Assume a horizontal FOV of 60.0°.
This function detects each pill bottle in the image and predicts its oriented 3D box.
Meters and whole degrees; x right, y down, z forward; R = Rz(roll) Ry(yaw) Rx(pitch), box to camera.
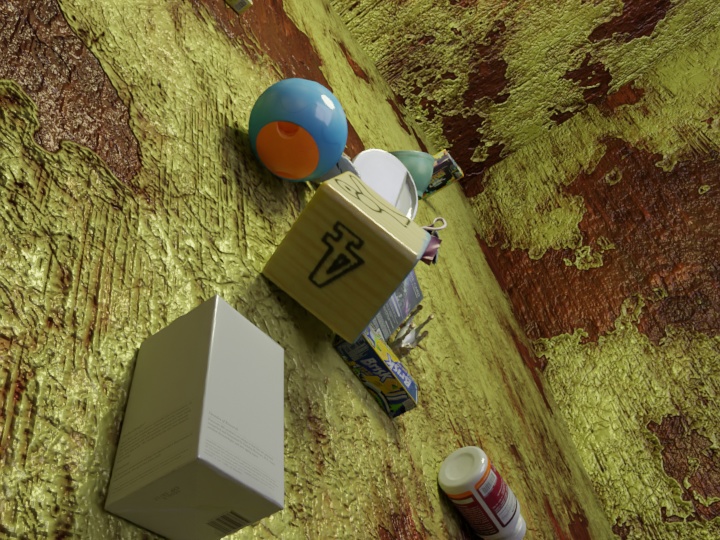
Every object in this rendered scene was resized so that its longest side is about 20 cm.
[{"bbox_3d":[0.252,0.467,1.268,0.201,0.112,0.113,55,19,-17],"label":"pill bottle"}]

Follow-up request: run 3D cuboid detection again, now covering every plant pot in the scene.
[{"bbox_3d":[0.147,-0.304,2.076,0.200,0.198,0.136,17,73,-64],"label":"plant pot"}]

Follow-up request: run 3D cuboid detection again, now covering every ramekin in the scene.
[{"bbox_3d":[0.033,-0.175,1.472,0.201,0.094,0.205,13,67,-33],"label":"ramekin"}]

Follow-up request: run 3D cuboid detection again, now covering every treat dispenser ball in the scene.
[{"bbox_3d":[-0.125,-0.281,1.253,0.201,0.200,0.202,50,20,-27],"label":"treat dispenser ball"}]

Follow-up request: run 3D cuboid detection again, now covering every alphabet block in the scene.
[{"bbox_3d":[-0.017,-0.030,1.085,0.199,0.197,0.195,38,18,2],"label":"alphabet block"}]

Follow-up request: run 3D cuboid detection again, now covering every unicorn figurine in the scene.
[{"bbox_3d":[0.111,0.147,1.395,0.074,0.138,0.199,47,36,15],"label":"unicorn figurine"}]

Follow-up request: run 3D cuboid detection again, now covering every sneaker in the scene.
[{"bbox_3d":[-0.077,-0.230,1.400,0.198,0.076,0.115,25,4,15],"label":"sneaker"}]

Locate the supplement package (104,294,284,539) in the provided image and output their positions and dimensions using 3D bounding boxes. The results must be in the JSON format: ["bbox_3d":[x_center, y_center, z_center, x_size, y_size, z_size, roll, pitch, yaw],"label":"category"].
[{"bbox_3d":[-0.158,0.151,0.640,0.120,0.121,0.201,45,24,-36],"label":"supplement package"}]

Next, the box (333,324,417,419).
[{"bbox_3d":[0.033,0.183,1.191,0.201,0.064,0.070,54,19,-20],"label":"box"}]

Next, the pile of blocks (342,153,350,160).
[{"bbox_3d":[-0.040,-0.227,1.524,0.199,0.082,0.063,27,31,-35],"label":"pile of blocks"}]

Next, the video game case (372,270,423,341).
[{"bbox_3d":[0.063,0.052,1.346,0.200,0.019,0.144,-43,120,-43],"label":"video game case"}]

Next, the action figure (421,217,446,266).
[{"bbox_3d":[0.132,-0.091,1.736,0.198,0.150,0.134,19,22,-14],"label":"action figure"}]

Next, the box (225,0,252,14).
[{"bbox_3d":[-0.347,-0.781,1.661,0.075,0.050,0.202,29,35,-57],"label":"box"}]

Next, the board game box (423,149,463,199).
[{"bbox_3d":[0.304,-0.392,2.568,0.165,0.199,0.057,31,35,-54],"label":"board game box"}]
